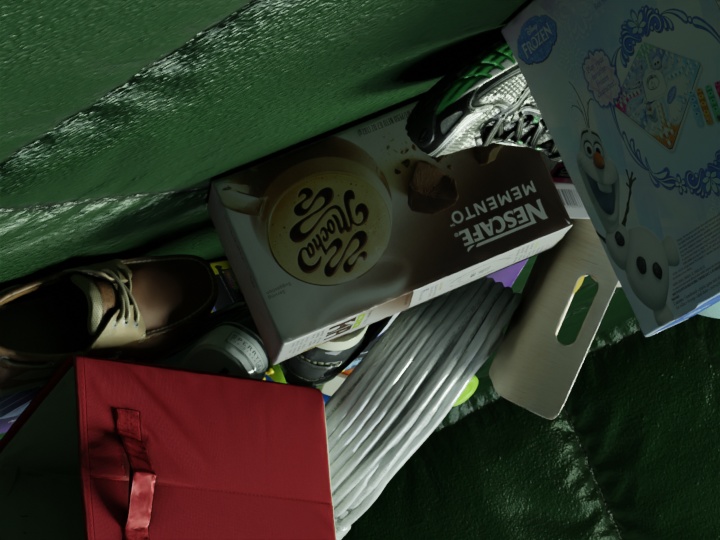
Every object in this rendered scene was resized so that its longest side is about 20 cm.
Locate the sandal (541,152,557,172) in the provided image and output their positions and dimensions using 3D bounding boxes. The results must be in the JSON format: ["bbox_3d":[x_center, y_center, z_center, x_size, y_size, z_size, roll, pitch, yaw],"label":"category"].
[{"bbox_3d":[0.089,-0.068,1.657,0.045,0.075,0.200,15,-154,37],"label":"sandal"}]

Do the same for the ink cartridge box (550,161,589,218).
[{"bbox_3d":[0.206,-0.107,1.586,0.094,0.037,0.200,4,-138,40],"label":"ink cartridge box"}]

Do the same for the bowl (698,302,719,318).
[{"bbox_3d":[0.287,-0.073,1.878,0.200,0.201,0.105,-24,153,5],"label":"bowl"}]

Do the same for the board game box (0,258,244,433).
[{"bbox_3d":[-0.181,0.056,1.765,0.165,0.057,0.200,-31,169,34],"label":"board game box"}]

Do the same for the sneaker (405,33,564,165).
[{"bbox_3d":[0.114,-0.101,1.482,0.200,0.085,0.078,-18,169,-35],"label":"sneaker"}]

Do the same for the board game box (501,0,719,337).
[{"bbox_3d":[0.173,-0.086,1.339,0.043,0.200,0.200,-22,173,-27],"label":"board game box"}]

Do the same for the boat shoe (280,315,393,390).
[{"bbox_3d":[0.000,0.000,1.653,0.068,0.072,0.200,104,14,-45],"label":"boat shoe"}]

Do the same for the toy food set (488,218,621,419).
[{"bbox_3d":[0.144,0.022,1.664,0.200,0.060,0.144,-75,-172,-87],"label":"toy food set"}]

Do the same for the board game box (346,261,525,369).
[{"bbox_3d":[0.031,0.005,1.813,0.165,0.057,0.200,-13,159,-18],"label":"board game box"}]

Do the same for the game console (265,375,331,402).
[{"bbox_3d":[-0.065,0.078,2.020,0.200,0.119,0.171,-16,169,-39],"label":"game console"}]

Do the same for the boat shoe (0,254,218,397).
[{"bbox_3d":[-0.172,0.031,1.573,0.200,0.076,0.072,-20,170,-33],"label":"boat shoe"}]

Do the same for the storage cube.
[{"bbox_3d":[-0.130,0.175,1.581,0.179,0.171,0.200,9,147,-28],"label":"storage cube"}]

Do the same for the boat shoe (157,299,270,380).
[{"bbox_3d":[-0.108,0.077,1.679,0.200,0.072,0.071,-30,-167,50],"label":"boat shoe"}]

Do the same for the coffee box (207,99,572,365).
[{"bbox_3d":[0.017,-0.034,1.543,0.199,0.113,0.080,-22,172,-10],"label":"coffee box"}]

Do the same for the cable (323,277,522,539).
[{"bbox_3d":[0.027,0.079,1.685,0.200,0.069,0.200,-50,178,-41],"label":"cable"}]

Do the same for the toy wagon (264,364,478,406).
[{"bbox_3d":[-0.005,0.057,1.953,0.200,0.155,0.040,-16,142,-39],"label":"toy wagon"}]
